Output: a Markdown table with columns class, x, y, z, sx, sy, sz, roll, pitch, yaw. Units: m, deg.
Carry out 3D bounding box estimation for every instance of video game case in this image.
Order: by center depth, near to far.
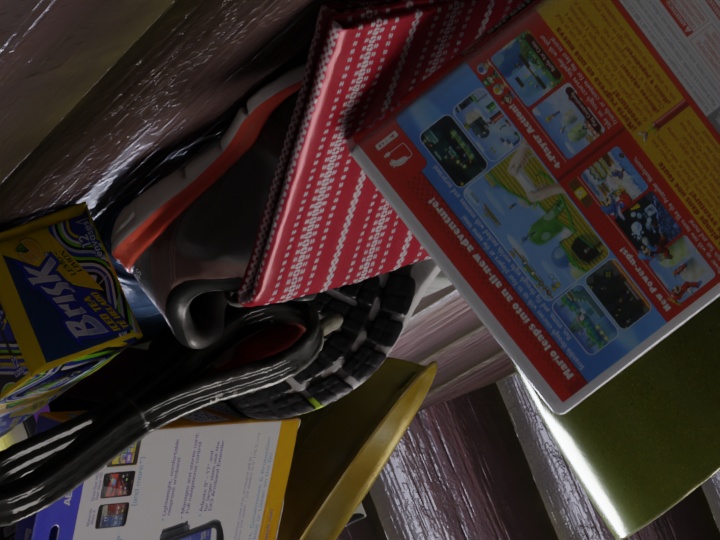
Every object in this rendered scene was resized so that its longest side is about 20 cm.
| class | x | y | z | sx | sy | sz | roll | pitch | yaw |
| --- | --- | --- | --- | --- | --- | --- | --- | --- | --- |
| video game case | 0.115 | -0.056 | 1.065 | 0.200 | 0.143 | 0.017 | -38 | -166 | 5 |

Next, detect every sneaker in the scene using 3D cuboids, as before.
| class | x | y | z | sx | sy | sz | roll | pitch | yaw |
| --- | --- | --- | --- | --- | --- | --- | --- | --- | --- |
| sneaker | -0.024 | -0.032 | 1.176 | 0.077 | 0.082 | 0.200 | -13 | 160 | -50 |
| sneaker | 0.000 | 0.000 | 1.387 | 0.200 | 0.074 | 0.081 | -45 | -173 | -13 |

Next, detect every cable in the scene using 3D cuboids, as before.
| class | x | y | z | sx | sy | sz | roll | pitch | yaw |
| --- | --- | --- | --- | --- | --- | --- | --- | --- | --- |
| cable | -0.087 | 0.065 | 1.229 | 0.097 | 0.050 | 0.200 | 16 | -131 | 42 |

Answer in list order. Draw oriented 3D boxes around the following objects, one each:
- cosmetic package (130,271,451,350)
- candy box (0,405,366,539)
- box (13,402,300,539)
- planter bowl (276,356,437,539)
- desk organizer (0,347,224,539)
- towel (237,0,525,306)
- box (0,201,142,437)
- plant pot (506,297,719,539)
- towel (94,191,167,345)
| class | x | y | z | sx | sy | sz | roll | pitch | yaw |
| --- | --- | --- | --- | --- | --- | --- | --- | --- | --- |
| cosmetic package | -0.053 | 0.012 | 1.508 | 0.199 | 0.074 | 0.102 | -22 | 174 | 9 |
| candy box | -0.117 | 0.107 | 1.609 | 0.199 | 0.169 | 0.071 | -19 | 176 | -34 |
| box | -0.110 | 0.128 | 1.326 | 0.041 | 0.120 | 0.200 | 16 | -172 | 33 |
| planter bowl | -0.045 | 0.113 | 1.517 | 0.201 | 0.083 | 0.200 | -56 | 173 | -10 |
| desk organizer | -0.147 | 0.109 | 1.377 | 0.077 | 0.072 | 0.200 | 7 | -155 | 35 |
| towel | 0.039 | -0.064 | 1.126 | 0.199 | 0.022 | 0.145 | -17 | 136 | -42 |
| box | -0.181 | 0.038 | 1.286 | 0.064 | 0.070 | 0.200 | -20 | 173 | -33 |
| plant pot | 0.145 | 0.008 | 1.450 | 0.187 | 0.200 | 0.187 | -40 | 177 | -3 |
| towel | -0.092 | -0.004 | 1.349 | 0.111 | 0.049 | 0.200 | -20 | 173 | -16 |
